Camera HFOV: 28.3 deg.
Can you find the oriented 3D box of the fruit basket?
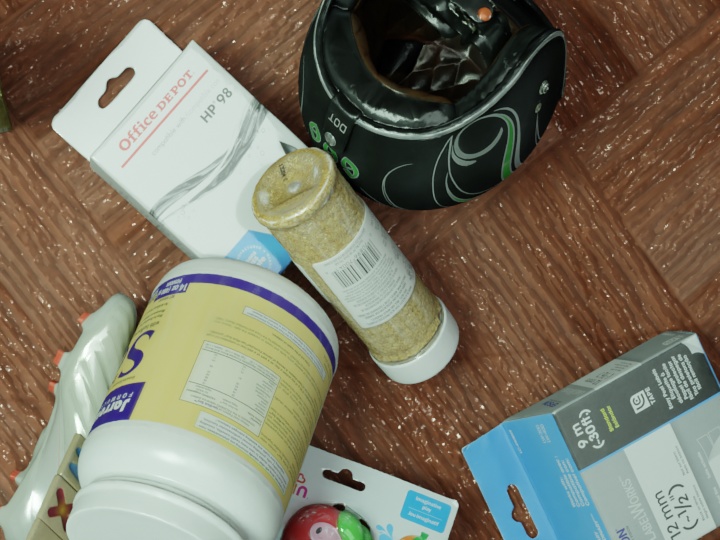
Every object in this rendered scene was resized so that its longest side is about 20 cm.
[{"bbox_3d":[-0.043,0.226,1.024,0.183,0.094,0.202,21,74,3],"label":"fruit basket"}]

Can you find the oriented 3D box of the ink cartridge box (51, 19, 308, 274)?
[{"bbox_3d":[-0.119,-0.082,1.050,0.200,0.067,0.116,42,83,-9],"label":"ink cartridge box"}]

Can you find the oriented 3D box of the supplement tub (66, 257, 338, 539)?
[{"bbox_3d":[-0.106,0.109,0.978,0.144,0.146,0.202,28,53,-10],"label":"supplement tub"}]

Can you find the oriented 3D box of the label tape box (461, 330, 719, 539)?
[{"bbox_3d":[0.199,0.156,1.115,0.198,0.066,0.145,-27,95,-12],"label":"label tape box"}]

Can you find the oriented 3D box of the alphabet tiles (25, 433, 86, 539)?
[{"bbox_3d":[-0.185,0.242,0.972,0.168,0.007,0.202,57,40,-40],"label":"alphabet tiles"}]

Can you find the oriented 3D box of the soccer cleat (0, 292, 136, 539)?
[{"bbox_3d":[-0.195,0.116,1.033,0.077,0.069,0.202,24,93,8],"label":"soccer cleat"}]

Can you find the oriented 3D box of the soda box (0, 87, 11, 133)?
[{"bbox_3d":[-0.273,-0.129,0.952,0.063,0.200,0.069,-14,92,-11],"label":"soda box"}]

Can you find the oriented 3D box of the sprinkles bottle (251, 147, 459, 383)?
[{"bbox_3d":[0.000,0.000,1.027,0.068,0.068,0.200,-45,130,-8],"label":"sprinkles bottle"}]

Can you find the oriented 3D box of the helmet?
[{"bbox_3d":[0.052,-0.140,1.022,0.197,0.191,0.203,-1,79,7],"label":"helmet"}]
